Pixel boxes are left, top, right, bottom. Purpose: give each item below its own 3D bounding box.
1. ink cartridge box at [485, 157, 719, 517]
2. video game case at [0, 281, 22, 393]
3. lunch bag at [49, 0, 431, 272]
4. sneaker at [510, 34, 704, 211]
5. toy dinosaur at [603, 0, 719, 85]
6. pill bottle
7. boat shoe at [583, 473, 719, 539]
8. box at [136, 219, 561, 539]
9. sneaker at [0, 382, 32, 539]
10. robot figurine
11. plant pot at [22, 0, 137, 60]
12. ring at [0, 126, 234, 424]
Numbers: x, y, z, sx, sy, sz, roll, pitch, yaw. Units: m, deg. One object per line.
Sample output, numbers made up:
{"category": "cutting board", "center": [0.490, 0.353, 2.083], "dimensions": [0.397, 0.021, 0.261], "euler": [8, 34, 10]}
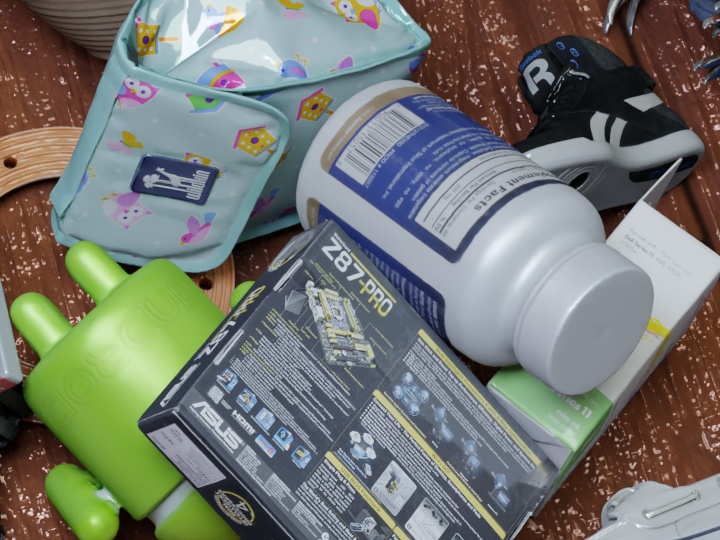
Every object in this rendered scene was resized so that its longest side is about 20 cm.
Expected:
{"category": "ink cartridge box", "center": [0.147, 0.039, 1.638], "dimensions": [0.067, 0.117, 0.200], "euler": [37, 65, 8]}
{"category": "video game case", "center": [-0.286, 0.040, 1.553], "dimensions": [0.200, 0.017, 0.143], "euler": [-28, 62, 21]}
{"category": "lunch bag", "center": [-0.081, -0.092, 1.614], "dimensions": [0.200, 0.170, 0.122], "euler": [-22, 65, -35]}
{"category": "sneaker", "center": [0.118, -0.089, 1.696], "dimensions": [0.200, 0.073, 0.112], "euler": [-9, 56, -52]}
{"category": "toy dinosaur", "center": [0.202, -0.209, 1.768], "dimensions": [0.200, 0.105, 0.182], "euler": [-21, 59, 0]}
{"category": "pill bottle", "center": [0.066, -0.016, 1.544], "dimensions": [0.111, 0.111, 0.200], "euler": [-36, 52, -23]}
{"category": "boat shoe", "center": [0.173, 0.155, 1.614], "dimensions": [0.200, 0.072, 0.066], "euler": [-16, 63, -17]}
{"category": "box", "center": [-0.003, 0.097, 1.492], "dimensions": [0.200, 0.049, 0.161], "euler": [47, 56, -13]}
{"category": "sneaker", "center": [-0.219, 0.114, 1.556], "dimensions": [0.099, 0.071, 0.200], "euler": [-34, 69, 0]}
{"category": "robot figurine", "center": [-0.107, 0.075, 1.539], "dimensions": [0.175, 0.116, 0.200], "euler": [-44, 89, -5]}
{"category": "plant pot", "center": [-0.130, -0.189, 1.698], "dimensions": [0.201, 0.093, 0.201], "euler": [-9, 24, 4]}
{"category": "ring", "center": [-0.176, 0.004, 1.659], "dimensions": [0.200, 0.019, 0.201], "euler": [4, 65, -8]}
